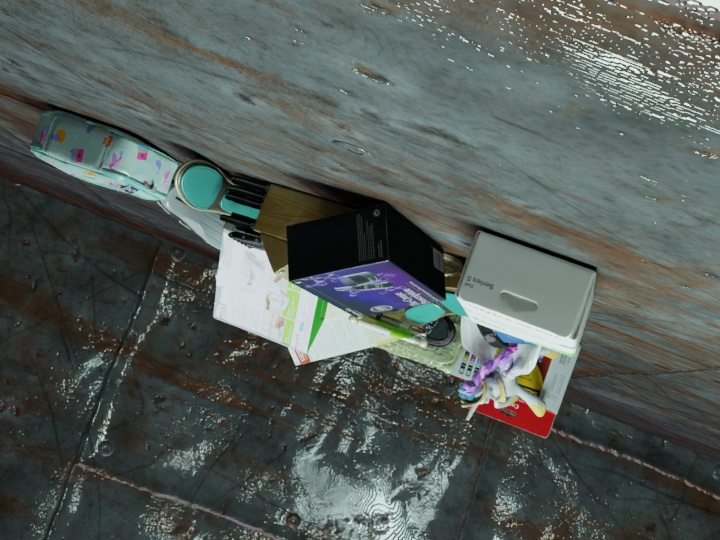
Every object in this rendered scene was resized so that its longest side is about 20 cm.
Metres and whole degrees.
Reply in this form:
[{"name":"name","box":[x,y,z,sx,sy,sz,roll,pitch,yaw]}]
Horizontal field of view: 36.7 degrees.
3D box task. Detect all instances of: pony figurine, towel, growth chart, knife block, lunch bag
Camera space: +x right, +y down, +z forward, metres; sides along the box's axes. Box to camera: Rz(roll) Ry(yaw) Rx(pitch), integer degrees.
[{"name":"pony figurine","box":[0.244,0.150,1.777,0.165,0.196,0.198,18,-173,43]},{"name":"towel","box":[0.109,0.096,1.972,0.197,0.149,0.037,19,149,22]},{"name":"growth chart","box":[0.053,0.040,1.668,0.142,0.018,0.201,15,-144,8]},{"name":"knife block","box":[-0.094,-0.083,1.500,0.064,0.198,0.178,28,-144,-61]},{"name":"lunch bag","box":[-0.378,-0.165,1.625,0.197,0.078,0.160,19,174,20]}]

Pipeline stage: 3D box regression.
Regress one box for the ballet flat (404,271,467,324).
[{"name":"ballet flat","box":[0.124,0.030,1.532,0.068,0.064,0.199,37,157,-20]}]

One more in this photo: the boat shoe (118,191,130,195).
[{"name":"boat shoe","box":[-0.401,-0.163,1.826,0.073,0.064,0.201,21,177,-25]}]

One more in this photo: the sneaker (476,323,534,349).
[{"name":"sneaker","box":[0.206,0.068,1.561,0.110,0.078,0.199,-2,170,27]}]

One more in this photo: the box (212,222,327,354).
[{"name":"box","box":[-0.137,0.011,1.749,0.174,0.097,0.202,20,133,8]}]

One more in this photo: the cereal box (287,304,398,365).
[{"name":"cereal box","box":[-0.044,0.083,1.906,0.197,0.040,0.145,-13,126,9]}]

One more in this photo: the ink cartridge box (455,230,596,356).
[{"name":"ink cartridge box","box":[0.198,0.032,1.284,0.143,0.085,0.200,20,174,13]}]

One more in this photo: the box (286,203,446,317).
[{"name":"box","box":[0.011,-0.008,1.393,0.139,0.080,0.200,-9,161,24]}]

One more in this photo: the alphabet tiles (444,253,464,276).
[{"name":"alphabet tiles","box":[0.105,-0.010,1.599,0.197,0.015,0.196,20,174,18]}]

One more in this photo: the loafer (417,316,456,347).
[{"name":"loafer","box":[0.083,0.066,1.925,0.199,0.072,0.063,39,-176,31]}]

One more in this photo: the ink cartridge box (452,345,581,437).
[{"name":"ink cartridge box","box":[0.269,0.182,1.950,0.198,0.178,0.083,15,172,43]}]

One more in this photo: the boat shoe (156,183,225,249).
[{"name":"boat shoe","box":[-0.295,-0.107,1.976,0.071,0.073,0.200,28,170,46]}]

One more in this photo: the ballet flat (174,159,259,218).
[{"name":"ballet flat","box":[-0.217,-0.118,1.565,0.069,0.070,0.199,18,173,31]}]
